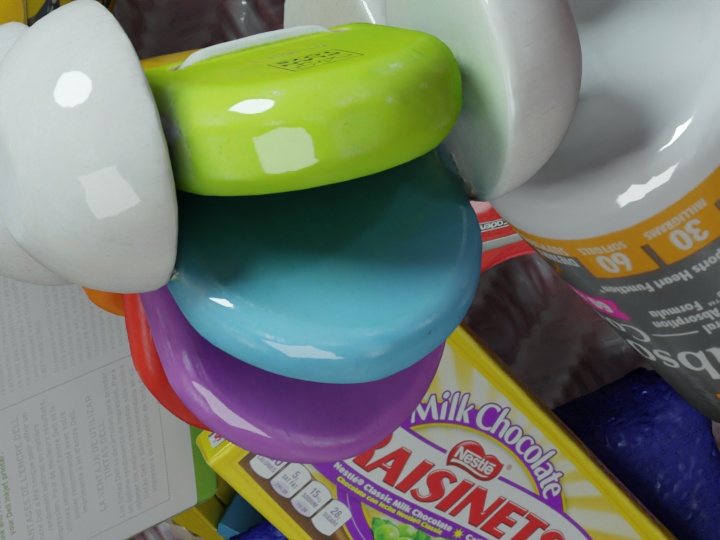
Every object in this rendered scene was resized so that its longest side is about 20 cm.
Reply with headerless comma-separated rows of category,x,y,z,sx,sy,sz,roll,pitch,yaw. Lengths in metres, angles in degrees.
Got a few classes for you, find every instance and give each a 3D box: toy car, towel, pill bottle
toy car,-0.029,-0.016,0.743,0.174,0.200,0.151,-15,96,-21
towel,0.055,0.128,0.976,0.199,0.050,0.148,-21,117,-4
pill bottle,0.134,-0.015,0.833,0.116,0.117,0.200,-23,134,29

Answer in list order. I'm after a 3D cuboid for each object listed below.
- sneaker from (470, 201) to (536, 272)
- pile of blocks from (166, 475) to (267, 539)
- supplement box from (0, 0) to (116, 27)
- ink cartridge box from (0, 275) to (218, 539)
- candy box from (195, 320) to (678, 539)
sneaker,0.000,0.000,0.923,0.199,0.077,0.085,-23,126,30
pile of blocks,-0.024,0.116,1.027,0.082,0.062,0.200,3,141,40
supplement box,-0.192,-0.124,0.839,0.198,0.110,0.109,10,131,6
ink cartridge box,-0.151,0.039,0.850,0.075,0.199,0.149,15,118,43
candy box,0.041,0.094,0.916,0.102,0.026,0.200,-44,116,4
